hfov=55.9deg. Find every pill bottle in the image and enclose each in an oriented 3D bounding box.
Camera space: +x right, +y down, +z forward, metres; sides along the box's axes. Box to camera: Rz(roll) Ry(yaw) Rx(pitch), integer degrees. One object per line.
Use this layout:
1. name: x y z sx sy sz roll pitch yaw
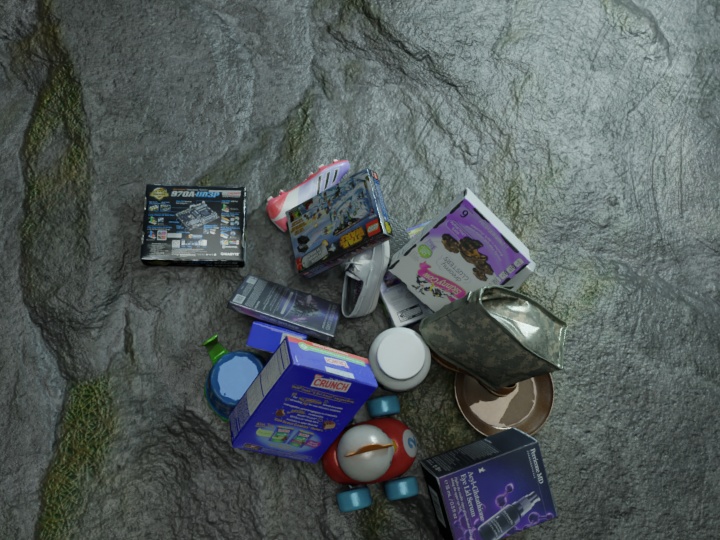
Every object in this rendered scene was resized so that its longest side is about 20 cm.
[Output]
1. pill bottle: 0.069 0.163 1.231 0.111 0.200 0.111 0 77 1

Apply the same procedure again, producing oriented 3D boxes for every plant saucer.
1. plant saucer: 0.277 0.233 1.328 0.200 0.037 0.201 2 74 -7

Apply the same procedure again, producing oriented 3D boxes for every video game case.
1. video game case: -0.137 0.068 1.282 0.200 0.143 0.019 19 111 -1
2. video game case: 0.121 0.005 1.373 0.200 0.045 0.181 -21 78 -13

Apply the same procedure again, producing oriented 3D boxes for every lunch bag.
1. lunch bag: 0.222 0.103 1.165 0.200 0.164 0.118 32 54 -19

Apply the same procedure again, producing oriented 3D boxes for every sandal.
1. sandal: 0.081 -0.020 1.333 0.075 0.048 0.201 -36 93 -17

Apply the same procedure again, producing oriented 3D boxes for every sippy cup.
1. sippy cup: -0.217 0.203 1.226 0.178 0.130 0.140 19 72 -2

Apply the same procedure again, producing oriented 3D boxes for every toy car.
1. toy car: 0.024 0.315 1.185 0.177 0.200 0.185 -10 75 -10

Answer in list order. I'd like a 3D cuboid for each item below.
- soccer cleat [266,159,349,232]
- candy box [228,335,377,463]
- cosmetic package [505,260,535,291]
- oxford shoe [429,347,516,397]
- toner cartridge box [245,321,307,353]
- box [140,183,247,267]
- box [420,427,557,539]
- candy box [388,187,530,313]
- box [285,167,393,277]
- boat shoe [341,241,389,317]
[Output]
1. soccer cleat: -0.099 -0.155 1.388 0.200 0.067 0.077 -32 88 -13
2. candy box: -0.097 0.218 1.126 0.169 0.200 0.077 22 27 -32
3. cosmetic package: 0.229 -0.035 1.317 0.200 0.071 0.101 42 112 6
4. oxford shoe: 0.210 0.167 1.286 0.200 0.071 0.071 30 73 4
5. toner cartridge box: -0.145 0.124 1.221 0.095 0.200 0.043 17 85 -1
6. box: -0.327 -0.088 1.346 0.200 0.046 0.159 0 73 -7
7. box: 0.229 0.391 1.219 0.200 0.104 0.148 -18 94 -11
8. candy box: 0.179 -0.019 1.245 0.168 0.072 0.200 43 113 -8
9. box: -0.043 -0.086 1.272 0.200 0.040 0.137 -24 67 28
10. boat shoe: 0.000 0.000 1.295 0.072 0.200 0.068 34 33 32
